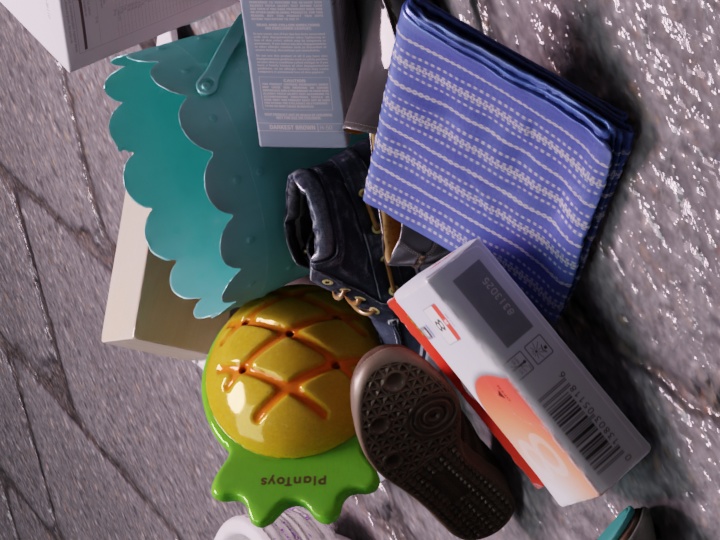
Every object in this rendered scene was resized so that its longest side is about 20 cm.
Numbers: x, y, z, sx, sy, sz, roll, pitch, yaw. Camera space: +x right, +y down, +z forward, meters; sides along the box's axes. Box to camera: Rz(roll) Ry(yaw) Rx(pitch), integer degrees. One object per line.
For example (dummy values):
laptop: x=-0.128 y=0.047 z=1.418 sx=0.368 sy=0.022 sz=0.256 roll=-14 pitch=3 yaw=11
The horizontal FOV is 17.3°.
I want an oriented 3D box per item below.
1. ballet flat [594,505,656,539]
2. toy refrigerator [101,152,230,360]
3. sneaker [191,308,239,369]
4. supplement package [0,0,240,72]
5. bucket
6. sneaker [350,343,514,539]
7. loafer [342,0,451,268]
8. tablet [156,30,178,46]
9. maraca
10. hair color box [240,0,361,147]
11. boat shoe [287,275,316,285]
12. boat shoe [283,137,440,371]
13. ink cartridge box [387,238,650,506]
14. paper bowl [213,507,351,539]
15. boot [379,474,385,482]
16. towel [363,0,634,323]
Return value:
ballet flat: x=0.151 y=0.189 z=1.428 sx=0.064 sy=0.067 sz=0.200 roll=40 pitch=159 yaw=1
toy refrigerator: x=-0.135 y=-0.038 z=1.783 sx=0.070 sy=0.076 sz=0.200 roll=-10 pitch=70 yaw=61
sneaker: x=-0.090 y=0.070 z=1.806 sx=0.200 sy=0.081 sz=0.077 roll=-100 pitch=33 yaw=-74
supplement package: x=-0.130 y=-0.230 z=1.512 sx=0.110 sy=0.200 sz=0.114 roll=45 pitch=150 yaw=39
bucket: x=-0.077 y=-0.079 z=1.639 sx=0.207 sy=0.135 sz=0.207 roll=53 pitch=155 yaw=38
sneaker: x=0.035 y=0.102 z=1.549 sx=0.076 sy=0.070 sz=0.200 roll=58 pitch=179 yaw=45
loafer: x=0.024 y=-0.098 z=1.435 sx=0.200 sy=0.072 sz=0.073 roll=71 pitch=163 yaw=-3
tablet: x=-0.146 y=-0.095 z=1.919 sx=0.130 sy=0.014 sz=0.200 roll=108 pitch=153 yaw=-67
maraca: x=-0.043 y=0.091 z=1.641 sx=0.107 sy=0.137 sz=0.200 roll=75 pitch=-168 yaw=-49
hair color box: x=-0.038 y=-0.182 z=1.460 sx=0.099 sy=0.061 sz=0.200 roll=-81 pitch=-10 yaw=-46
boat shoe: x=-0.066 y=-0.004 z=1.792 sx=0.200 sy=0.072 sz=0.060 roll=-129 pitch=22 yaw=-56
boat shoe: x=0.000 y=0.000 z=1.576 sx=0.071 sy=0.091 sz=0.200 roll=47 pitch=152 yaw=48
ink cartridge box: x=0.076 y=0.072 z=1.433 sx=0.162 sy=0.050 sz=0.200 roll=51 pitch=159 yaw=0
paper bowl: x=-0.046 y=0.295 z=1.957 sx=0.201 sy=0.104 sz=0.201 roll=26 pitch=120 yaw=60
boot: x=-0.008 y=0.108 z=1.737 sx=0.096 sy=0.074 sz=0.200 roll=62 pitch=163 yaw=-2
towel: x=0.071 y=-0.057 z=1.324 sx=0.145 sy=0.024 sz=0.200 roll=32 pitch=150 yaw=12
